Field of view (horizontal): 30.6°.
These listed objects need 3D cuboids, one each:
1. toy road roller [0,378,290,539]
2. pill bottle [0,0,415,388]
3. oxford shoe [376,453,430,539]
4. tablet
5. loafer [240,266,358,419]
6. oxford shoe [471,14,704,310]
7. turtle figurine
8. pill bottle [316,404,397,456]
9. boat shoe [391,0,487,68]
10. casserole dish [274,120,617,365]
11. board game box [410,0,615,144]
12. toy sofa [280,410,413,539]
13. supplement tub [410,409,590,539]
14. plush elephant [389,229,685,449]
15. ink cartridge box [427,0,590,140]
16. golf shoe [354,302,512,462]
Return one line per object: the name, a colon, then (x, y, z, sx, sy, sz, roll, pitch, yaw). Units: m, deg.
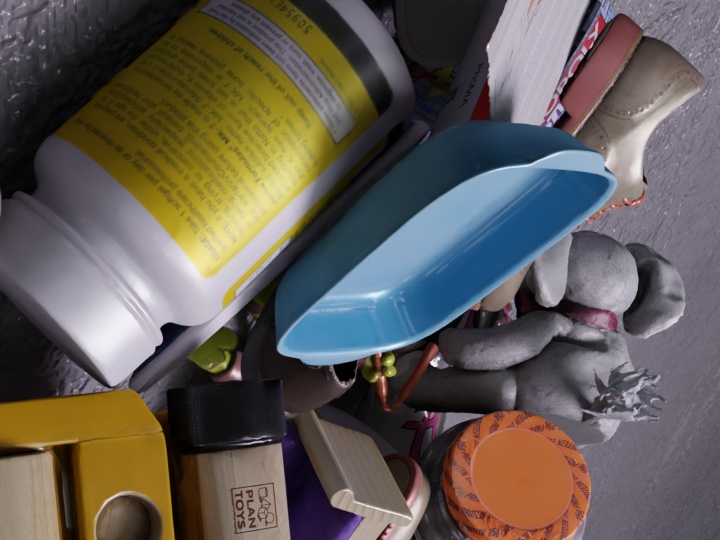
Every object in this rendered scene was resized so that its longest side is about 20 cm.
toy road roller: (-0.130, 0.123, 0.641, 0.200, 0.146, 0.123, -3, 84, -32)
pill bottle: (-0.078, -0.047, 0.619, 0.200, 0.114, 0.114, -45, 152, -16)
oxford shoe: (-0.004, 0.207, 0.873, 0.075, 0.070, 0.200, 24, 111, -29)
tablet: (-0.045, -0.012, 0.713, 0.200, 0.014, 0.130, -42, -171, 1)
loafer: (0.000, 0.000, 0.777, 0.073, 0.071, 0.200, 45, 54, -40)
oxford shoe: (0.130, -0.049, 0.791, 0.200, 0.075, 0.070, -60, 179, 23)
turtle figurine: (-0.049, 0.065, 0.850, 0.200, 0.064, 0.161, -32, 139, -9)
pill bottle: (-0.056, 0.199, 0.949, 0.200, 0.111, 0.111, -57, 153, 8)
boat shoe: (0.048, -0.211, 0.712, 0.062, 0.073, 0.200, -90, -177, -53)
casserole dish: (0.034, -0.015, 0.648, 0.121, 0.039, 0.200, -1, 150, -44)
board game box: (0.096, -0.116, 0.847, 0.200, 0.062, 0.200, -57, 162, 6)
toy sofa: (-0.068, 0.184, 0.818, 0.097, 0.083, 0.200, 24, 111, -34)
supplement tub: (0.082, 0.181, 0.924, 0.122, 0.123, 0.200, -38, 166, -28)
plush elephant: (0.142, 0.038, 0.941, 0.165, 0.200, 0.155, 27, 64, -30)
ink cartridge box: (0.076, -0.131, 0.664, 0.200, 0.050, 0.161, 68, 43, -67)
golf shoe: (0.033, 0.082, 1.011, 0.092, 0.073, 0.200, 37, 81, -47)
